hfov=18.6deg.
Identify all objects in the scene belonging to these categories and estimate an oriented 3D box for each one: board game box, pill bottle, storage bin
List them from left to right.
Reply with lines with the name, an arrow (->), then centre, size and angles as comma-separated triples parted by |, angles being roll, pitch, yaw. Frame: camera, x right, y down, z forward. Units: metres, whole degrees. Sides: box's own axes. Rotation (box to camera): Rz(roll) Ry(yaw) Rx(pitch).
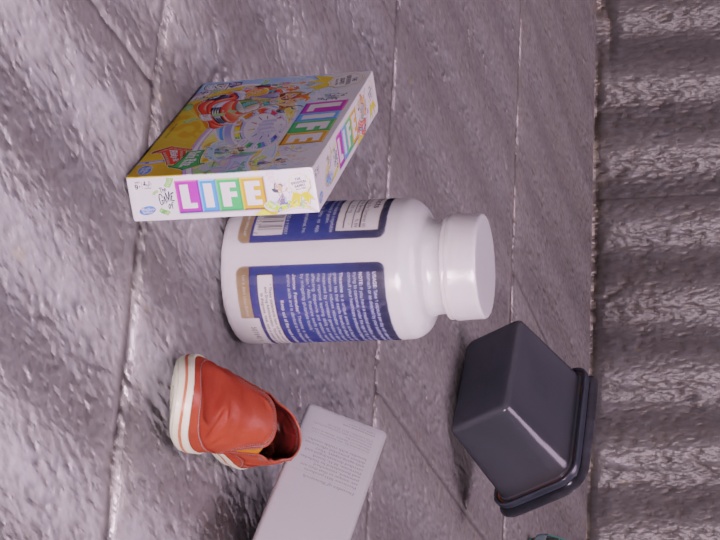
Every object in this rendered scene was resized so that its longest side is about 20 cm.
board game box -> -0.073, -0.091, 1.578 | 0.200, 0.134, 0.034 | -64, 148, -63
pill bottle -> 0.000, 0.000, 1.715 | 0.111, 0.200, 0.111 | -2, 90, -75
storage bin -> 0.176, 0.165, 2.554 | 0.134, 0.146, 0.200 | 48, 33, -25

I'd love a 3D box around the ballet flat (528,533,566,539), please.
ballet flat -> 0.264, 0.452, 2.944 | 0.074, 0.074, 0.200 | -42, 129, -72

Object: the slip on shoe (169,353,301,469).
slip on shoe -> -0.094, 0.106, 1.615 | 0.200, 0.061, 0.074 | 45, 46, -67

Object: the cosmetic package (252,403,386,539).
cosmetic package -> -0.044, 0.203, 1.703 | 0.200, 0.071, 0.101 | -67, 177, -58
